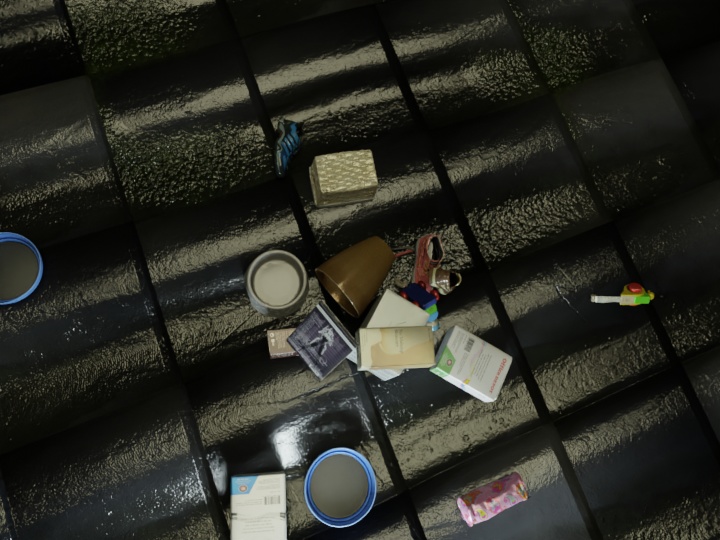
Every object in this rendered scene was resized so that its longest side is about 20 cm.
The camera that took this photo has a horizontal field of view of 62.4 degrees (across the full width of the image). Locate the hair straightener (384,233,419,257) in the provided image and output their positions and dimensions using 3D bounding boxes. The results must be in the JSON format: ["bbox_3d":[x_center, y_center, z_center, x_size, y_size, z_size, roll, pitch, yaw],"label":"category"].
[{"bbox_3d":[0.104,-0.076,1.844,0.197,0.041,0.078,-18,79,-14],"label":"hair straightener"}]

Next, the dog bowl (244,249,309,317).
[{"bbox_3d":[-0.246,0.032,1.749,0.196,0.059,0.204,2,75,-8],"label":"dog bowl"}]

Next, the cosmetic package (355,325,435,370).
[{"bbox_3d":[0.089,0.201,1.543,0.196,0.071,0.107,-2,76,-10],"label":"cosmetic package"}]

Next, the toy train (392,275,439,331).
[{"bbox_3d":[0.165,0.095,1.786,0.084,0.200,0.117,-28,121,-15],"label":"toy train"}]

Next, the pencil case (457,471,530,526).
[{"bbox_3d":[0.374,0.644,1.676,0.197,0.088,0.089,-19,79,-14],"label":"pencil case"}]

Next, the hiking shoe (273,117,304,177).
[{"bbox_3d":[-0.224,-0.384,1.855,0.085,0.074,0.204,6,74,-7],"label":"hiking shoe"}]

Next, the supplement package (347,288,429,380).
[{"bbox_3d":[0.073,0.188,1.686,0.146,0.200,0.193,30,73,-1],"label":"supplement package"}]

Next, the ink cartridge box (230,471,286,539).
[{"bbox_3d":[-0.268,0.643,1.568,0.143,0.084,0.204,0,76,-9],"label":"ink cartridge box"}]

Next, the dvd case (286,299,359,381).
[{"bbox_3d":[-0.103,0.188,1.566,0.149,0.200,0.016,49,42,7],"label":"dvd case"}]

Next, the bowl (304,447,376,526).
[{"bbox_3d":[-0.056,0.592,1.632,0.197,0.039,0.204,2,75,-8],"label":"bowl"}]

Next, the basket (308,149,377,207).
[{"bbox_3d":[-0.050,-0.286,1.832,0.196,0.123,0.138,-9,78,-12],"label":"basket"}]

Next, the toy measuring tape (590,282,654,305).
[{"bbox_3d":[0.843,0.076,1.923,0.196,0.074,0.075,0,74,9],"label":"toy measuring tape"}]

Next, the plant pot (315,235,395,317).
[{"bbox_3d":[0.000,0.000,1.726,0.200,0.187,0.187,-43,85,-14],"label":"plant pot"}]

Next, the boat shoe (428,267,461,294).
[{"bbox_3d":[0.263,0.033,1.760,0.074,0.202,0.076,0,87,24],"label":"boat shoe"}]

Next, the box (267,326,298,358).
[{"bbox_3d":[-0.165,0.201,1.696,0.196,0.100,0.076,-7,76,-10],"label":"box"}]

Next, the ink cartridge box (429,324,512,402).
[{"bbox_3d":[0.327,0.278,1.763,0.198,0.084,0.146,29,73,0],"label":"ink cartridge box"}]

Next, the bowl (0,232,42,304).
[{"bbox_3d":[-0.984,-0.003,1.646,0.197,0.039,0.204,2,75,-8],"label":"bowl"}]

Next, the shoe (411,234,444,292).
[{"bbox_3d":[0.205,-0.009,1.804,0.070,0.091,0.204,5,84,-17],"label":"shoe"}]
